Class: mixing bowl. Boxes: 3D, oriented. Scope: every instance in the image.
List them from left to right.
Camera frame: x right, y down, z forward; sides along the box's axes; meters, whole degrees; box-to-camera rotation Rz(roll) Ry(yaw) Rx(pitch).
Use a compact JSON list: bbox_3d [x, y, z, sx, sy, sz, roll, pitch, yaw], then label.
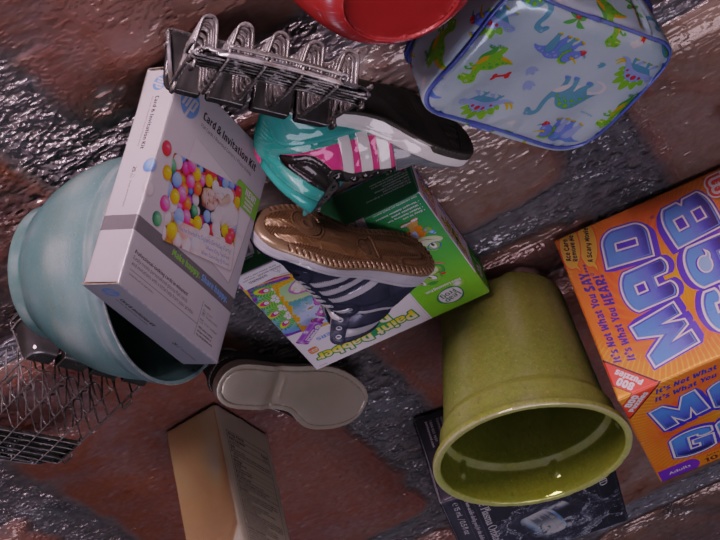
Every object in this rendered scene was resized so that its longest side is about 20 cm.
[{"bbox_3d":[0.020,-0.246,1.370,0.199,0.109,0.200,-11,145,-8],"label":"mixing bowl"}]

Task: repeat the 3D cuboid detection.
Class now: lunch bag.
[{"bbox_3d":[0.147,-0.184,1.522,0.200,0.083,0.161,13,134,-34],"label":"lunch bag"}]

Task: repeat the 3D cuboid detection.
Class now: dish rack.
[{"bbox_3d":[-0.312,0.123,1.773,0.153,0.055,0.200,18,134,-36],"label":"dish rack"},{"bbox_3d":[-0.071,-0.154,1.373,0.153,0.055,0.200,11,176,-11],"label":"dish rack"}]

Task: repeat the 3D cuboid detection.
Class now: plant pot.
[{"bbox_3d":[-0.218,-0.002,1.551,0.134,0.201,0.200,-2,152,28],"label":"plant pot"},{"bbox_3d":[0.159,0.110,1.821,0.200,0.185,0.201,-6,145,-4],"label":"plant pot"}]

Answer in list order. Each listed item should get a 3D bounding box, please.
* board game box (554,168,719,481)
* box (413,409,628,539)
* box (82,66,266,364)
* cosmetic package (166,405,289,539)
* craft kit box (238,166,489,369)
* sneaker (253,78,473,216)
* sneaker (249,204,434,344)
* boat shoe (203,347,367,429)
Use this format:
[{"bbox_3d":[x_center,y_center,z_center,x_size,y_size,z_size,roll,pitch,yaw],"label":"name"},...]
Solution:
[{"bbox_3d":[0.341,0.055,1.813,0.199,0.200,0.200,-24,144,8],"label":"board game box"},{"bbox_3d":[0.186,0.230,2.056,0.199,0.118,0.197,-20,144,3],"label":"box"},{"bbox_3d":[-0.148,-0.044,1.497,0.041,0.201,0.156,-2,152,29],"label":"box"},{"bbox_3d":[-0.134,0.255,1.890,0.071,0.200,0.105,-29,141,19],"label":"cosmetic package"},{"bbox_3d":[0.000,0.000,1.742,0.200,0.049,0.198,-25,146,12],"label":"craft kit box"},{"bbox_3d":[-0.010,-0.098,1.569,0.199,0.084,0.121,15,129,-25],"label":"sneaker"},{"bbox_3d":[-0.037,0.007,1.643,0.200,0.070,0.109,12,134,-37],"label":"sneaker"},{"bbox_3d":[-0.078,0.114,1.858,0.200,0.063,0.073,14,107,-40],"label":"boat shoe"}]
